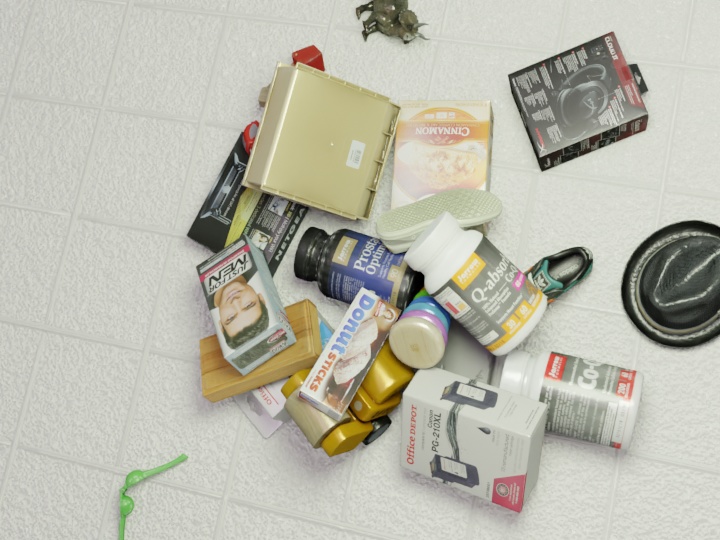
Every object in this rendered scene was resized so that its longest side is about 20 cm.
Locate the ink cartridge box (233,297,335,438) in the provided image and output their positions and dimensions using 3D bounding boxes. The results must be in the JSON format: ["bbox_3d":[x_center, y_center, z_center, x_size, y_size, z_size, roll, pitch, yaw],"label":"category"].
[{"bbox_3d":[-0.121,0.157,1.643,0.200,0.067,0.116,-44,71,1],"label":"ink cartridge box"}]

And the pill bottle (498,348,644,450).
[{"bbox_3d":[0.304,0.182,1.511,0.196,0.114,0.116,12,80,15],"label":"pill bottle"}]

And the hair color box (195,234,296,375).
[{"bbox_3d":[-0.179,0.050,1.593,0.098,0.061,0.202,-32,48,7],"label":"hair color box"}]

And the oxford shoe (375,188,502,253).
[{"bbox_3d":[0.119,-0.074,1.573,0.196,0.058,0.076,-15,46,-4],"label":"oxford shoe"}]

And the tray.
[{"bbox_3d":[-0.156,0.124,1.597,0.197,0.037,0.100,-21,57,17],"label":"tray"}]

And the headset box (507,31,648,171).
[{"bbox_3d":[0.349,-0.267,1.622,0.197,0.077,0.151,-21,74,7],"label":"headset box"}]

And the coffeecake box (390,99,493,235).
[{"bbox_3d":[0.131,-0.164,1.653,0.150,0.073,0.204,2,78,13],"label":"coffeecake box"}]

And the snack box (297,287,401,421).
[{"bbox_3d":[-0.014,0.120,1.512,0.071,0.024,0.201,29,57,5],"label":"snack box"}]

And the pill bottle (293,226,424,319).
[{"bbox_3d":[0.000,0.000,1.627,0.197,0.112,0.114,17,82,16],"label":"pill bottle"}]

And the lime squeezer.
[{"bbox_3d":[-0.360,0.371,1.676,0.070,0.038,0.202,31,84,-13],"label":"lime squeezer"}]

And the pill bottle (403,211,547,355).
[{"bbox_3d":[0.164,0.017,1.496,0.200,0.116,0.117,43,89,-5],"label":"pill bottle"}]

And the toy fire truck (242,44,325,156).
[{"bbox_3d":[-0.123,-0.273,1.718,0.198,0.049,0.142,-32,64,-11],"label":"toy fire truck"}]

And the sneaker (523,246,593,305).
[{"bbox_3d":[0.265,0.024,1.573,0.199,0.080,0.072,-36,74,4],"label":"sneaker"}]

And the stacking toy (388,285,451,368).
[{"bbox_3d":[0.111,0.058,1.565,0.084,0.087,0.201,11,35,16],"label":"stacking toy"}]

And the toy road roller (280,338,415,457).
[{"bbox_3d":[-0.008,0.177,1.546,0.123,0.199,0.146,49,113,19],"label":"toy road roller"}]

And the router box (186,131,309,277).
[{"bbox_3d":[-0.174,-0.107,1.723,0.155,0.052,0.202,27,85,17],"label":"router box"}]

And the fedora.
[{"bbox_3d":[0.479,0.012,1.518,0.197,0.092,0.205,-3,76,13],"label":"fedora"}]

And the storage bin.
[{"bbox_3d":[-0.058,-0.200,1.634,0.196,0.093,0.204,16,91,-24],"label":"storage bin"}]

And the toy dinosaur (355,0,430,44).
[{"bbox_3d":[0.043,-0.449,1.750,0.100,0.077,0.203,-16,69,-3],"label":"toy dinosaur"}]

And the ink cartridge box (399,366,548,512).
[{"bbox_3d":[0.160,0.240,1.501,0.197,0.084,0.147,17,125,23],"label":"ink cartridge box"}]
